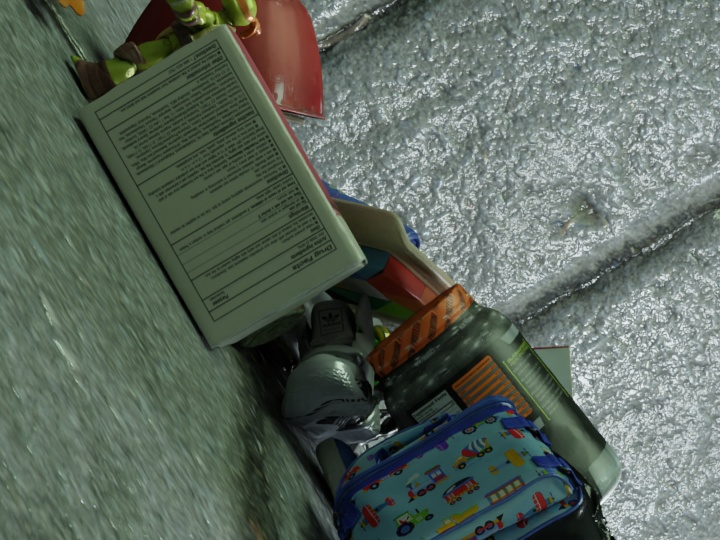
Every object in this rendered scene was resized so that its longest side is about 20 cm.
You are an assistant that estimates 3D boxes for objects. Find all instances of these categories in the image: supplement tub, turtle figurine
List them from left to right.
[{"bbox_3d":[-0.141,-0.177,1.435,0.065,0.161,0.200,60,2,7],"label":"turtle figurine"},{"bbox_3d":[0.103,0.117,1.423,0.200,0.122,0.123,52,3,-1],"label":"supplement tub"}]

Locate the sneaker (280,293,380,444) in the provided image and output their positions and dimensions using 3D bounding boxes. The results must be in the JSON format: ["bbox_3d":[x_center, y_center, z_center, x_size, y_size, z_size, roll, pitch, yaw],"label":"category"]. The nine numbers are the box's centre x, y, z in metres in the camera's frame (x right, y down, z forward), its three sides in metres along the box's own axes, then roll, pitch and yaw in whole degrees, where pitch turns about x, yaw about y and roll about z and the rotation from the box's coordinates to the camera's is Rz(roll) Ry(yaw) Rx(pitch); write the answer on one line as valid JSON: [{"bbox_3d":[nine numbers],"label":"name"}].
[{"bbox_3d":[-0.027,0.071,1.472,0.200,0.075,0.115,67,16,-72],"label":"sneaker"}]

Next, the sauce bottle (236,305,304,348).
[{"bbox_3d":[-0.114,-0.036,1.437,0.201,0.065,0.065,62,3,17],"label":"sauce bottle"}]

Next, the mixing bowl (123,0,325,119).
[{"bbox_3d":[-0.118,-0.209,1.627,0.200,0.199,0.109,-87,-170,-85],"label":"mixing bowl"}]

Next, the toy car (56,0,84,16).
[{"bbox_3d":[-0.221,-0.272,1.452,0.177,0.184,0.201,58,32,-44],"label":"toy car"}]

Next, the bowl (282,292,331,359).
[{"bbox_3d":[-0.043,0.046,1.795,0.200,0.074,0.200,62,2,32],"label":"bowl"}]

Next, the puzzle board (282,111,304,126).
[{"bbox_3d":[-0.138,-0.148,1.598,0.200,0.150,0.017,-15,117,-83],"label":"puzzle board"}]

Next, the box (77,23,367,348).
[{"bbox_3d":[-0.097,-0.059,1.326,0.201,0.128,0.109,60,2,2],"label":"box"}]

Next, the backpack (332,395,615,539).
[{"bbox_3d":[0.064,0.170,1.263,0.135,0.182,0.200,65,-4,-30],"label":"backpack"}]

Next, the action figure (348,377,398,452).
[{"bbox_3d":[0.041,0.158,1.576,0.119,0.102,0.201,-10,-84,67],"label":"action figure"}]

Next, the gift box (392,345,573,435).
[{"bbox_3d":[0.112,0.170,1.745,0.200,0.184,0.188,138,-51,-87],"label":"gift box"}]

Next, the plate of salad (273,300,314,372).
[{"bbox_3d":[-0.085,0.010,1.601,0.200,0.048,0.201,-24,90,-84],"label":"plate of salad"}]

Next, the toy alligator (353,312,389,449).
[{"bbox_3d":[-0.005,0.115,1.671,0.054,0.059,0.201,10,-74,62],"label":"toy alligator"}]

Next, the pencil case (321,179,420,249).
[{"bbox_3d":[-0.034,-0.041,1.703,0.200,0.078,0.087,31,-15,23],"label":"pencil case"}]

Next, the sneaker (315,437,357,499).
[{"bbox_3d":[0.050,0.194,1.482,0.200,0.111,0.077,58,3,-25],"label":"sneaker"}]

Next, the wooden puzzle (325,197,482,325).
[{"bbox_3d":[0.000,0.000,1.510,0.184,0.037,0.200,14,-21,36],"label":"wooden puzzle"}]
